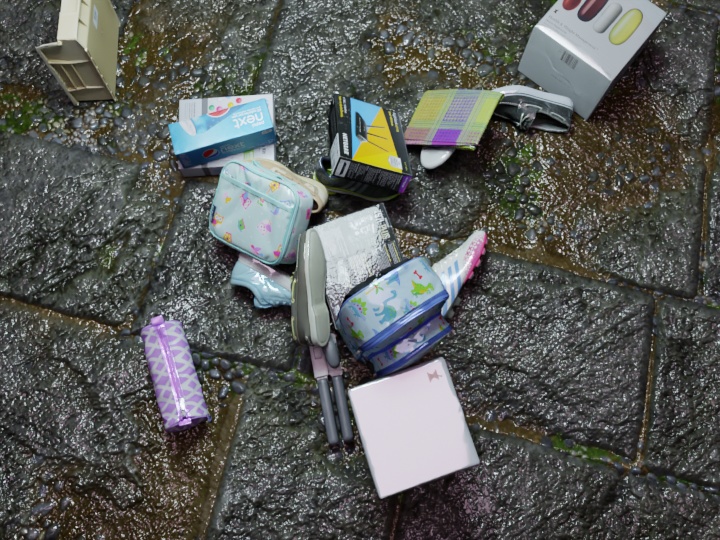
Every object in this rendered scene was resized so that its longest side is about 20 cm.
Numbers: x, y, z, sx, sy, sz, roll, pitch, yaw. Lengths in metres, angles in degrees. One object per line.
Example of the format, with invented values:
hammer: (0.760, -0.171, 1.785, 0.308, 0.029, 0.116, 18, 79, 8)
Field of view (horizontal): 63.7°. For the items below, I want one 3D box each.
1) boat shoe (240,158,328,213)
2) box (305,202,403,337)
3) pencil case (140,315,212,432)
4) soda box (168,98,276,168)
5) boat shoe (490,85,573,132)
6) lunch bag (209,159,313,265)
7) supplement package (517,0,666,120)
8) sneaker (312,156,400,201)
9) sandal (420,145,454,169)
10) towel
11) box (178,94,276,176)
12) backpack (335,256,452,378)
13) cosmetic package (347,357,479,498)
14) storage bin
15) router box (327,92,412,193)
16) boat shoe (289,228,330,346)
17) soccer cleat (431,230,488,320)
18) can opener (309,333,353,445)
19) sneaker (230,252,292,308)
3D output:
boat shoe: (-0.160, -0.166, 1.139, 0.195, 0.065, 0.073, 17, 119, 3)
box: (0.000, 0.000, 1.095, 0.160, 0.086, 0.204, -19, 75, -5)
pencil case: (-0.336, 0.190, 1.041, 0.082, 0.086, 0.204, -21, 74, -8)
soda box: (-0.269, -0.270, 1.142, 0.195, 0.064, 0.069, -17, 76, -6)
boat shoe: (0.347, -0.329, 1.197, 0.194, 0.072, 0.073, 5, 69, -1)
lunch bag: (-0.190, -0.113, 1.078, 0.197, 0.077, 0.164, 26, 107, 24)
supplement package: (0.472, -0.471, 1.200, 0.190, 0.147, 0.201, 40, 78, 10)
sneaker: (0.000, -0.187, 1.151, 0.194, 0.081, 0.076, 2, 74, 0)
sandal: (0.189, -0.285, 1.193, 0.081, 0.050, 0.206, 6, 63, 43)
towel: (0.178, -0.304, 1.162, 0.197, 0.023, 0.146, 13, 68, 42)
box: (-0.274, -0.279, 1.198, 0.194, 0.041, 0.160, -3, 75, -2)
backpack: (0.060, 0.074, 0.927, 0.181, 0.200, 0.149, -32, 78, -10)
cosmetic package: (0.079, 0.261, 0.962, 0.163, 0.201, 0.171, -17, 73, -5)
storage bin: (-0.566, -0.481, 1.174, 0.091, 0.199, 0.205, -2, 73, -5)
router box: (0.014, -0.248, 1.121, 0.146, 0.051, 0.203, 11, 47, -20)
boat shoe: (-0.095, 0.031, 1.018, 0.059, 0.072, 0.207, -5, 87, 25)
soccer cleat: (0.172, -0.001, 1.103, 0.085, 0.070, 0.203, 29, 77, 3)
can opener: (-0.054, 0.208, 1.045, 0.052, 0.067, 0.205, -11, 74, -3)
sneaker: (-0.158, 0.045, 1.098, 0.197, 0.074, 0.083, 30, 94, 11)
